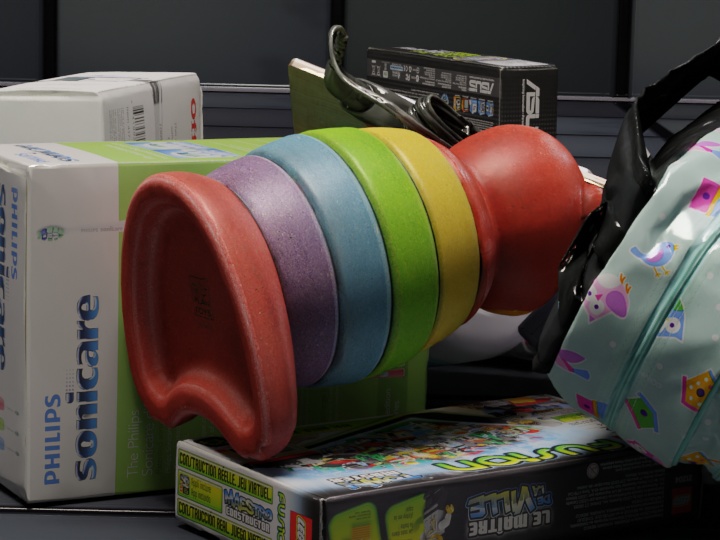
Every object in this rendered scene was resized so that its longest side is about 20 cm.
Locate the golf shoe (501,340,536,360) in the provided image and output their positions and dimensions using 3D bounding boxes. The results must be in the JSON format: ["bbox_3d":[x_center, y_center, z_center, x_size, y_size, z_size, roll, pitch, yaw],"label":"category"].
[{"bbox_3d":[0.079,0.016,1.321,0.198,0.076,0.092,-2,13,-14],"label":"golf shoe"}]

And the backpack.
[{"bbox_3d":[0.150,0.003,0.934,0.126,0.168,0.200,26,19,14],"label":"backpack"}]

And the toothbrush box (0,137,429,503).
[{"bbox_3d":[-0.072,0.017,1.045,0.199,0.147,0.086,-4,11,-29],"label":"toothbrush box"}]

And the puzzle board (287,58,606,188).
[{"bbox_3d":[0.056,-0.034,1.233,0.199,0.017,0.151,22,-30,16],"label":"puzzle board"}]

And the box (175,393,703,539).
[{"bbox_3d":[0.035,0.088,0.966,0.199,0.035,0.110,-5,11,-35],"label":"box"}]

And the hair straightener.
[{"bbox_3d":[0.061,-0.055,1.085,0.200,0.041,0.077,36,-9,-30],"label":"hair straightener"}]

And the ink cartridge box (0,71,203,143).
[{"bbox_3d":[-0.162,-0.043,1.411,0.085,0.148,0.200,1,8,11],"label":"ink cartridge box"}]

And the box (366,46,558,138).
[{"bbox_3d":[0.063,-0.064,1.537,0.044,0.162,0.200,-4,10,-25],"label":"box"}]

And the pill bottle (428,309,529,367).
[{"bbox_3d":[0.000,0.000,1.208,0.110,0.112,0.199,-6,-3,-38],"label":"pill bottle"}]

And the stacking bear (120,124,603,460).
[{"bbox_3d":[0.011,-0.008,0.975,0.199,0.115,0.121,-16,15,-30],"label":"stacking bear"}]

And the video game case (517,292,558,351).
[{"bbox_3d":[0.149,-0.003,1.138,0.019,0.143,0.200,46,4,15],"label":"video game case"}]
